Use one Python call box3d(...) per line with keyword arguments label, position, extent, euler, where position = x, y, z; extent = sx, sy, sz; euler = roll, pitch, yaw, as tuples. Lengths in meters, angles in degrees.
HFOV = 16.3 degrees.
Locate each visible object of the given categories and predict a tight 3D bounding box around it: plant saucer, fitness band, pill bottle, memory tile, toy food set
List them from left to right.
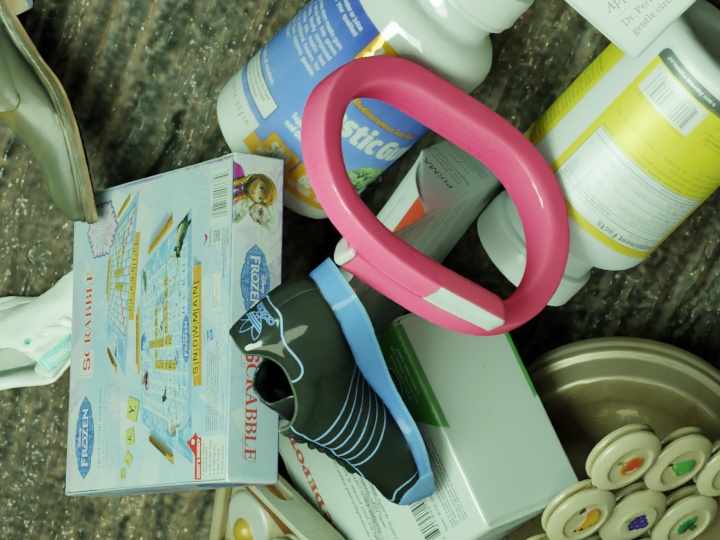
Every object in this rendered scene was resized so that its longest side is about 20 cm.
box3d(label="toy food set", position=(-0.078, 0.218, 1.734), extent=(0.143, 0.060, 0.201), euler=(41, 135, 35))
box3d(label="pill bottle", position=(0.012, -0.134, 1.579), extent=(0.112, 0.112, 0.200), euler=(42, 116, -14))
box3d(label="fitness band", position=(0.045, -0.043, 1.494), extent=(0.199, 0.145, 0.037), euler=(31, 141, -28))
box3d(label="memory tile", position=(0.161, 0.175, 1.612), extent=(0.152, 0.017, 0.201), euler=(8, 128, -42))
box3d(label="plant saucer", position=(0.172, 0.137, 1.667), extent=(0.198, 0.030, 0.202), euler=(2, 118, 4))
box3d(label="pill bottle", position=(0.167, -0.073, 1.590), extent=(0.112, 0.112, 0.200), euler=(38, 117, -13))

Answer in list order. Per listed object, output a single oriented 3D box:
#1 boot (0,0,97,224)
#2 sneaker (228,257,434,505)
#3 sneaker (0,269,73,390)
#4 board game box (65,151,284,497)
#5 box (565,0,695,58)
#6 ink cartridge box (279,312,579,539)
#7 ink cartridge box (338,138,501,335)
box3d(label="boot", position=(-0.240, -0.112, 1.618), extent=(0.096, 0.075, 0.201), euler=(-21, 93, -7))
box3d(label="sneaker", position=(-0.017, 0.080, 1.506), extent=(0.078, 0.070, 0.201), euler=(-29, 131, -6))
box3d(label="sneaker", position=(-0.194, 0.038, 1.711), extent=(0.199, 0.089, 0.076), euler=(-27, 111, 15))
box3d(label="board game box", position=(-0.120, 0.040, 1.589), extent=(0.041, 0.202, 0.199), euler=(7, 170, -35))
box3d(label="box", position=(0.178, -0.263, 1.438), extent=(0.130, 0.200, 0.199), euler=(39, 116, -15))
box3d(label="ink cartridge box", position=(0.038, 0.122, 1.650), extent=(0.200, 0.083, 0.148), euler=(-41, 71, 55))
box3d(label="ink cartridge box", position=(0.000, 0.000, 1.603), extent=(0.057, 0.200, 0.163), euler=(44, 118, 15))
